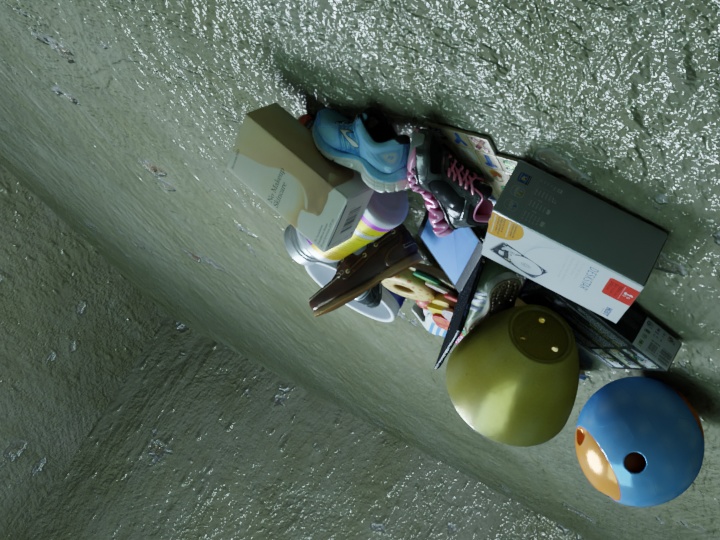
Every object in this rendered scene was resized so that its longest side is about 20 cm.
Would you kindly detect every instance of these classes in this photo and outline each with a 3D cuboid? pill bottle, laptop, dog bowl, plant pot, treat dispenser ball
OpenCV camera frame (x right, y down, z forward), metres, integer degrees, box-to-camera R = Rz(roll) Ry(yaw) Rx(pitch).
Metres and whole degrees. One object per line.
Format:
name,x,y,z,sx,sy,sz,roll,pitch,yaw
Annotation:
pill bottle,-0.027,-0.077,1.535,0.104,0.105,0.199,38,136,-22
laptop,0.113,0.012,1.487,0.102,0.202,0.178,20,157,2
dog bowl,-0.003,0.009,1.940,0.199,0.079,0.200,30,164,9
plant pot,0.236,0.131,1.489,0.199,0.200,0.143,30,142,9
treat dispenser ball,0.438,0.269,1.621,0.200,0.202,0.201,30,165,9

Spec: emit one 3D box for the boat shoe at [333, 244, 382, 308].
boat shoe,-0.007,-0.011,1.727,0.071,0.072,0.201,46,-156,-37

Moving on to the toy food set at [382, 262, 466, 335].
toy food set,0.136,0.053,1.717,0.197,0.049,0.200,15,156,49

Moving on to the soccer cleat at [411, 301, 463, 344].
soccer cleat,0.161,0.088,1.871,0.086,0.070,0.199,39,164,-23

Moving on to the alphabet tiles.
alphabet tiles,0.157,-0.123,1.346,0.165,0.006,0.200,21,161,36

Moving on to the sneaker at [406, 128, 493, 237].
sneaker,0.121,-0.116,1.329,0.094,0.080,0.200,0,152,23

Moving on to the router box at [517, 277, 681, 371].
router box,0.340,0.070,1.486,0.199,0.051,0.149,37,166,-12

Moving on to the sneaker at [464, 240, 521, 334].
sneaker,0.192,0.024,1.562,0.201,0.066,0.091,104,153,-62

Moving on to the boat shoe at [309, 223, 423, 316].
boat shoe,0.000,0.000,1.593,0.071,0.199,0.070,60,-166,5

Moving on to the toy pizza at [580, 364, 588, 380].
toy pizza,0.300,0.149,1.784,0.198,0.032,0.200,16,177,1

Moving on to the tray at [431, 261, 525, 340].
tray,0.210,0.045,1.708,0.199,0.037,0.099,35,165,-5

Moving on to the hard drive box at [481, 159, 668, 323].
hard drive box,0.259,-0.033,1.275,0.198,0.077,0.156,27,164,11

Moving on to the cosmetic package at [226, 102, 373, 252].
cosmetic package,-0.085,-0.131,1.439,0.200,0.071,0.106,39,128,18

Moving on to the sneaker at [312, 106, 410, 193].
sneaker,0.009,-0.181,1.372,0.200,0.078,0.091,36,129,41

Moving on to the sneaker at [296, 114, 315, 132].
sneaker,-0.047,-0.152,1.545,0.081,0.078,0.200,19,161,22
